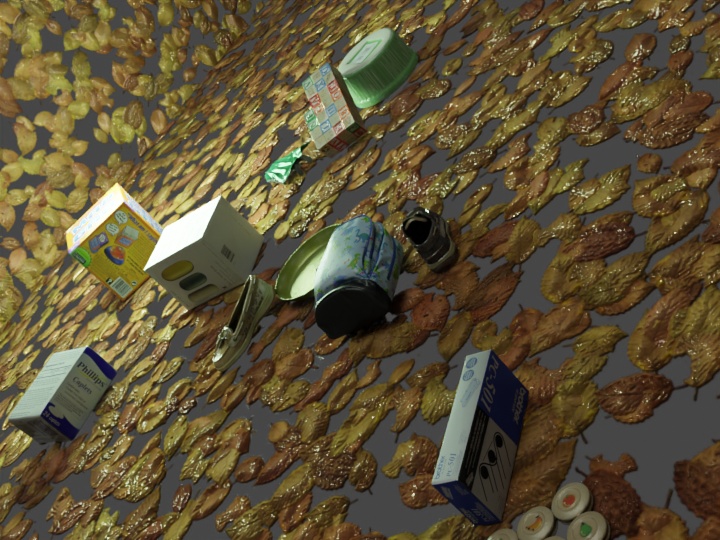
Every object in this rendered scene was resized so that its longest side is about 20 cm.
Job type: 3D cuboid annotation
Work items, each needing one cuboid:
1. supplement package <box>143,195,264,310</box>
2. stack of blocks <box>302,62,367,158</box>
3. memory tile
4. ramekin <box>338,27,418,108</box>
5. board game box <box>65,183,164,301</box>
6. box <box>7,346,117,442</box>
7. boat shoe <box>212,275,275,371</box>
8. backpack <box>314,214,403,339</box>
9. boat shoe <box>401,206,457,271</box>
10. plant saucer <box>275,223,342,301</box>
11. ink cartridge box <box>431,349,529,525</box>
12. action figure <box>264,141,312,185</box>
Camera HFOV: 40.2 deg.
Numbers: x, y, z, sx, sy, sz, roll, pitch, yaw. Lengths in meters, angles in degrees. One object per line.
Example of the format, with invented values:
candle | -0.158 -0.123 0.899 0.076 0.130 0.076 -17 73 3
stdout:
supplement package | -0.356 -0.038 2.249 0.200 0.152 0.151 -25 32 33
stack of blocks | -0.075 -0.386 2.364 0.115 0.059 0.201 -34 58 21
memory tile | 0.191 0.332 1.092 0.200 0.017 0.153 -39 27 11
ramekin | 0.038 -0.510 2.448 0.200 0.098 0.200 -33 28 21
board game box | -0.654 -0.079 2.674 0.200 0.200 0.200 -43 26 0
box | -0.695 0.292 2.297 0.184 0.105 0.200 -13 40 47
boat shoe | -0.245 0.106 1.964 0.073 0.063 0.200 12 71 60
backpack | 0.000 0.000 1.733 0.163 0.154 0.200 -28 17 42
boat shoe | 0.114 -0.073 1.729 0.074 0.073 0.200 -40 26 6
plant saucer | -0.087 -0.009 1.968 0.200 0.031 0.200 -33 29 21
ink cartridge box | 0.154 0.208 1.238 0.044 0.094 0.200 -21 34 38
action figure | -0.188 -0.251 2.439 0.118 0.055 0.200 -55 21 -19
